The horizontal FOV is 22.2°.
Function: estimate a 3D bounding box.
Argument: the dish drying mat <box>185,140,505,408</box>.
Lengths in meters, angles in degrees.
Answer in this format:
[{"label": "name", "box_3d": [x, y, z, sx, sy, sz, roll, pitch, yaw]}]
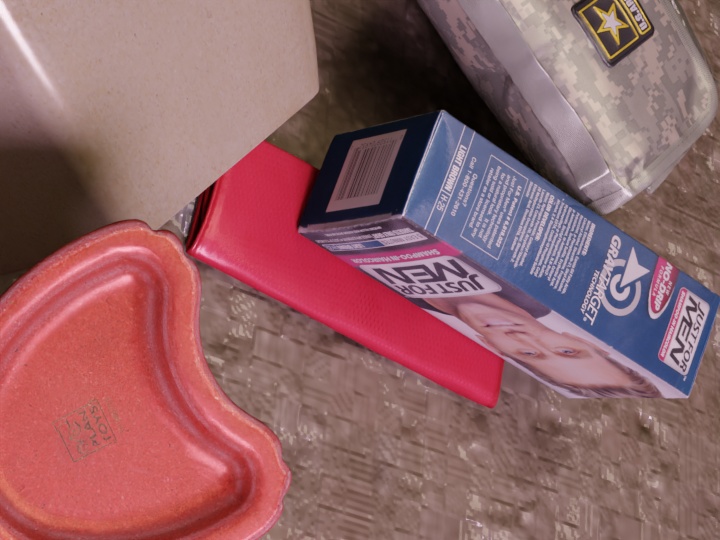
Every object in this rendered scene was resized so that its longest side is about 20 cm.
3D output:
[{"label": "dish drying mat", "box_3d": [0.000, 0.000, 0.956, 0.199, 0.018, 0.077, 29, 59, -29]}]

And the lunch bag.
[{"label": "lunch bag", "box_3d": [0.111, -0.125, 0.987, 0.165, 0.117, 0.200, 56, 20, -7]}]

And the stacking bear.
[{"label": "stacking bear", "box_3d": [-0.116, 0.058, 0.720, 0.113, 0.200, 0.122, -27, 95, -14]}]

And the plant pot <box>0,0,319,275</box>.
[{"label": "plant pot", "box_3d": [-0.134, -0.110, 0.782, 0.200, 0.199, 0.178, -45, 113, -41]}]

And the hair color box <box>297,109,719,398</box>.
[{"label": "hair color box", "box_3d": [0.077, -0.002, 0.935, 0.199, 0.100, 0.061, 31, 71, -27]}]
